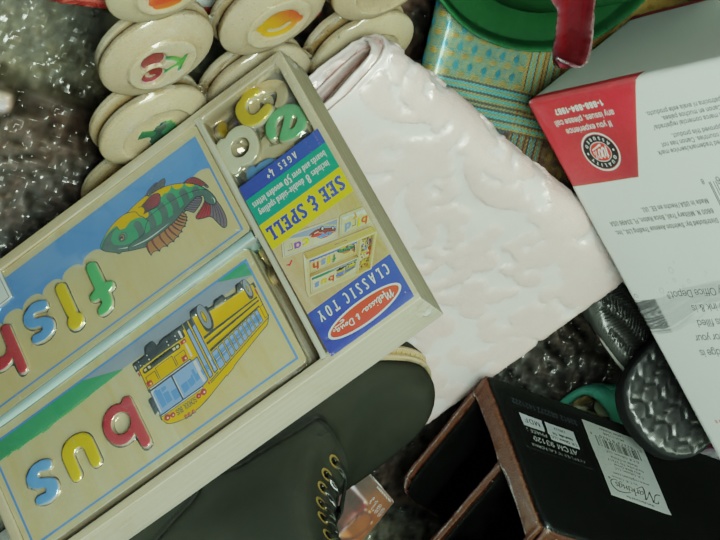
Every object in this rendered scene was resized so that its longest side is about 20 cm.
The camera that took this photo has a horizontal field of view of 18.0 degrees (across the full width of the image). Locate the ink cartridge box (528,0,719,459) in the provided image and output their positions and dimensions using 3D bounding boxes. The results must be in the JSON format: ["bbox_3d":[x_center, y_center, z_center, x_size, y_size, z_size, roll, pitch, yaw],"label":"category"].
[{"bbox_3d":[0.186,-0.018,0.994,0.084,0.144,0.201,-38,107,-31],"label":"ink cartridge box"}]

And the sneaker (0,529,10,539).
[{"bbox_3d":[-0.130,0.162,1.015,0.200,0.114,0.073,-30,127,-22],"label":"sneaker"}]

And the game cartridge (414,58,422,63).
[{"bbox_3d":[0.095,-0.051,1.118,0.199,0.042,0.134,-14,125,-30],"label":"game cartridge"}]

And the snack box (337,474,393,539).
[{"bbox_3d":[-0.056,0.080,1.033,0.072,0.024,0.200,-49,136,-10],"label":"snack box"}]

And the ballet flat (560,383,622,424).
[{"bbox_3d":[0.090,0.145,1.199,0.070,0.067,0.201,30,88,-43],"label":"ballet flat"}]

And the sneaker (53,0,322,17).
[{"bbox_3d":[-0.089,-0.165,0.909,0.199,0.078,0.116,-2,107,-49],"label":"sneaker"}]

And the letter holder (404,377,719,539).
[{"bbox_3d":[0.111,0.160,1.113,0.199,0.101,0.142,21,122,-31],"label":"letter holder"}]

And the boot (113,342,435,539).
[{"bbox_3d":[-0.015,0.109,0.967,0.199,0.138,0.078,-29,129,-30],"label":"boot"}]

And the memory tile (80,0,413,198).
[{"bbox_3d":[-0.040,-0.091,0.937,0.152,0.017,0.200,-21,155,-20],"label":"memory tile"}]

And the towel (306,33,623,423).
[{"bbox_3d":[0.000,0.000,1.031,0.191,0.032,0.200,-37,135,20],"label":"towel"}]

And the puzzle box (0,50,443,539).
[{"bbox_3d":[-0.078,0.020,0.925,0.200,0.133,0.025,-36,152,11],"label":"puzzle box"}]

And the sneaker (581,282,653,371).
[{"bbox_3d":[0.170,0.051,1.187,0.199,0.115,0.076,28,74,-26],"label":"sneaker"}]

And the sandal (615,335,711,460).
[{"bbox_3d":[0.195,0.013,1.116,0.200,0.045,0.075,-42,93,-15],"label":"sandal"}]

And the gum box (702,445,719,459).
[{"bbox_3d":[0.163,0.202,1.280,0.200,0.066,0.114,-44,132,-9],"label":"gum box"}]

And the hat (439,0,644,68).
[{"bbox_3d":[0.126,-0.155,0.945,0.165,0.176,0.201,26,88,-35],"label":"hat"}]

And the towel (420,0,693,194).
[{"bbox_3d":[0.097,-0.130,1.054,0.146,0.022,0.201,12,95,-34],"label":"towel"}]
